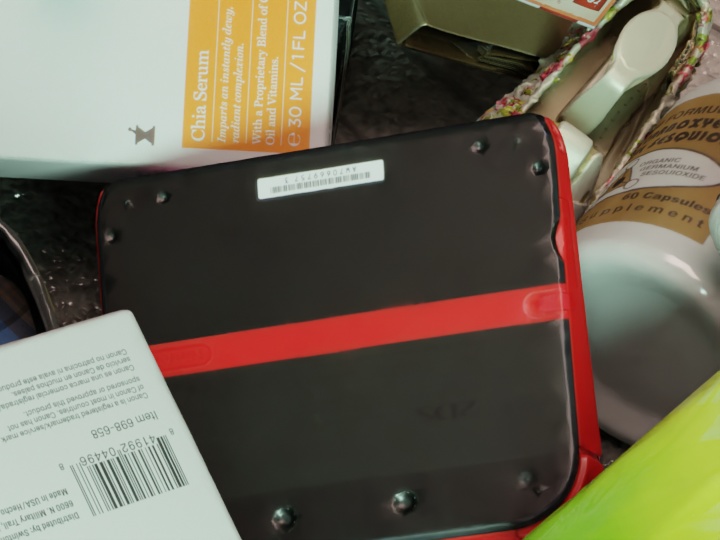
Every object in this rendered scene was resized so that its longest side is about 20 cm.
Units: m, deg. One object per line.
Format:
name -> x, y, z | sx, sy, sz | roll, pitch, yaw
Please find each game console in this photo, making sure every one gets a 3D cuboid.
game console -> -0.008, 0.035, 1.186 | 0.200, 0.031, 0.177 | -9, 70, 12

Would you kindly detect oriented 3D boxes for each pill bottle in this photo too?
pill bottle -> 0.167, -0.020, 1.297 | 0.114, 0.114, 0.200 | 27, 48, 16

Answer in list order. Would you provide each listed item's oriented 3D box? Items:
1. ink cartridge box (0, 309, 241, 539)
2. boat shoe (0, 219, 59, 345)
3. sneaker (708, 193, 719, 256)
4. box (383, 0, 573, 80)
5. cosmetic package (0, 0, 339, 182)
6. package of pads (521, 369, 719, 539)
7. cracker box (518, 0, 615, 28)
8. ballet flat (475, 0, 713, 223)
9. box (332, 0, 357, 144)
ink cartridge box -> -0.114, 0.133, 1.062 | 0.144, 0.084, 0.200 | -17, 73, -36
boat shoe -> -0.141, 0.056, 1.201 | 0.070, 0.066, 0.200 | -3, 47, -13
sneaker -> 0.205, 0.046, 1.158 | 0.200, 0.075, 0.087 | 51, 44, 4
box -> 0.059, -0.176, 1.417 | 0.163, 0.021, 0.200 | 12, 52, -39
cosmetic package -> -0.110, -0.091, 1.274 | 0.200, 0.071, 0.101 | 2, 86, -1
package of pads -> 0.171, 0.103, 1.057 | 0.200, 0.068, 0.155 | -42, 53, 11
cracker box -> 0.022, -0.192, 1.305 | 0.200, 0.058, 0.134 | 16, 32, -34
ballet flat -> 0.095, -0.066, 1.326 | 0.076, 0.064, 0.200 | 36, 65, -4
box -> -0.098, -0.154, 1.399 | 0.200, 0.086, 0.164 | 8, 45, -2
